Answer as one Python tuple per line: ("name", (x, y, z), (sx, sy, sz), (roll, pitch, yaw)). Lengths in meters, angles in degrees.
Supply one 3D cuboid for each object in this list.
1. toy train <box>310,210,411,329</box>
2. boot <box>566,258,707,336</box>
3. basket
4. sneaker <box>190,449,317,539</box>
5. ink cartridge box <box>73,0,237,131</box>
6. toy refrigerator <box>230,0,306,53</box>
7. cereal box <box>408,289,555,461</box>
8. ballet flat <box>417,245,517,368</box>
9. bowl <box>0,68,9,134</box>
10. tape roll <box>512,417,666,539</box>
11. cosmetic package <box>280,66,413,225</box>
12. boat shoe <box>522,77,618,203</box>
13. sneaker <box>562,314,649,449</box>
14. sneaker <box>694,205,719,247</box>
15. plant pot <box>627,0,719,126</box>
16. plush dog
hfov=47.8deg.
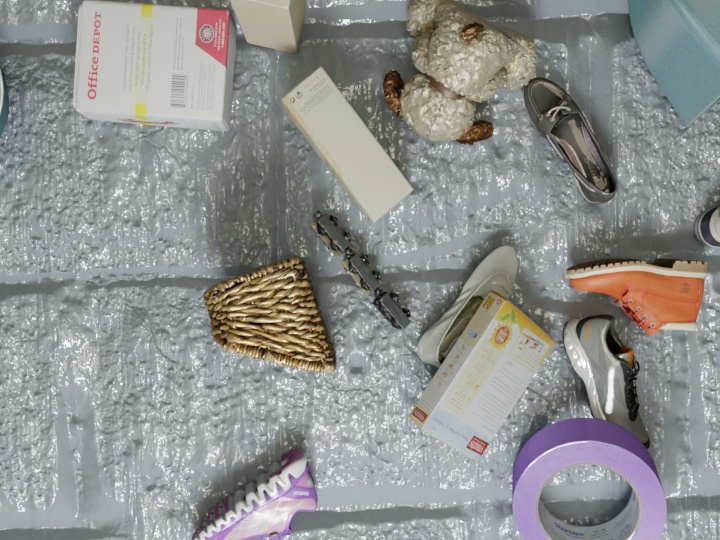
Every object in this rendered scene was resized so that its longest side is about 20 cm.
("toy train", (0.000, 0.000, 1.122), (0.034, 0.046, 0.201), (-39, 94, -13))
("boot", (0.379, 0.036, 1.121), (0.195, 0.075, 0.110), (3, 95, -3))
("basket", (-0.116, 0.075, 1.040), (0.140, 0.200, 0.152), (-19, 91, -2))
("sneaker", (-0.138, 0.336, 1.106), (0.198, 0.080, 0.089), (-34, 99, -2))
("ink cartridge box", (-0.272, -0.273, 1.093), (0.195, 0.083, 0.149), (4, 90, -2))
("toy refrigerator", (-0.114, -0.344, 1.039), (0.074, 0.200, 0.072), (11, 89, -1))
("cereal box", (0.166, 0.145, 1.092), (0.143, 0.039, 0.202), (36, 88, -41))
("ballet flat", (0.159, 0.057, 1.113), (0.069, 0.069, 0.201), (41, 90, -1))
("bowl", (-0.551, -0.225, 1.075), (0.196, 0.105, 0.206), (0, 90, -2))
("tape roll", (0.302, 0.303, 1.089), (0.195, 0.066, 0.205), (3, 107, 9))
("cosmetic package", (-0.017, -0.163, 1.092), (0.073, 0.104, 0.201), (-37, 90, 0))
("boat shoe", (0.295, -0.184, 1.123), (0.066, 0.057, 0.202), (-33, 91, -1))
("sneaker", (0.347, 0.154, 1.105), (0.079, 0.074, 0.203), (-24, 92, 37))
("sneaker", (0.568, -0.086, 1.122), (0.197, 0.079, 0.080), (-27, 90, -3))
("plant pot", (0.467, -0.351, 1.069), (0.195, 0.196, 0.201), (-38, 81, -1))
("plush dog", (0.123, -0.254, 1.088), (0.197, 0.161, 0.174), (26, 116, 0))
